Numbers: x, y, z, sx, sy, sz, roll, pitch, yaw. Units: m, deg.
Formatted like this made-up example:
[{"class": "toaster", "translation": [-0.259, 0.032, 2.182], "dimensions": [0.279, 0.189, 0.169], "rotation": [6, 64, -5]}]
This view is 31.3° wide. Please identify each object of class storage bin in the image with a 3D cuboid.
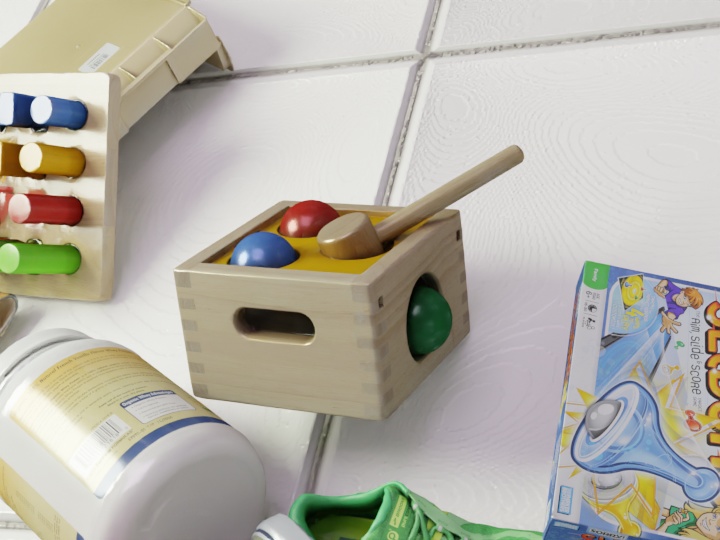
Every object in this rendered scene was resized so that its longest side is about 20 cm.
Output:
[{"class": "storage bin", "translation": [-0.260, -0.191, 1.280], "dimensions": [0.198, 0.094, 0.200], "rotation": [29, 67, 38]}]

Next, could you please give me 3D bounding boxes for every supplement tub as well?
[{"class": "supplement tub", "translation": [-0.178, 0.137, 0.921], "dimensions": [0.144, 0.145, 0.200], "rotation": [-45, 49, -17]}]

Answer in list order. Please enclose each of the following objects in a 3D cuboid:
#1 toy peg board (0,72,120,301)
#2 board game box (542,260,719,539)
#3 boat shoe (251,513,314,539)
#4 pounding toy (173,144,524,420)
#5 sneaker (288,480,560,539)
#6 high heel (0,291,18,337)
[{"class": "toy peg board", "translation": [-0.323, -0.078, 1.135], "dimensions": [0.199, 0.098, 0.200], "rotation": [4, 92, 26]}, {"class": "board game box", "translation": [0.198, 0.093, 0.835], "dimensions": [0.135, 0.035, 0.201], "rotation": [11, 54, 4]}, {"class": "boat shoe", "translation": [-0.024, 0.240, 0.788], "dimensions": [0.062, 0.072, 0.200], "rotation": [-23, 57, -21]}, {"class": "pounding toy", "translation": [0.000, 0.000, 0.931], "dimensions": [0.199, 0.143, 0.184], "rotation": [4, 22, 27]}, {"class": "sneaker", "translation": [0.039, 0.184, 0.825], "dimensions": [0.199, 0.084, 0.074], "rotation": [1, 52, 24]}, {"class": "high heel", "translation": [-0.356, 0.096, 1.084], "dimensions": [0.142, 0.072, 0.200], "rotation": [-27, 36, 9]}]
